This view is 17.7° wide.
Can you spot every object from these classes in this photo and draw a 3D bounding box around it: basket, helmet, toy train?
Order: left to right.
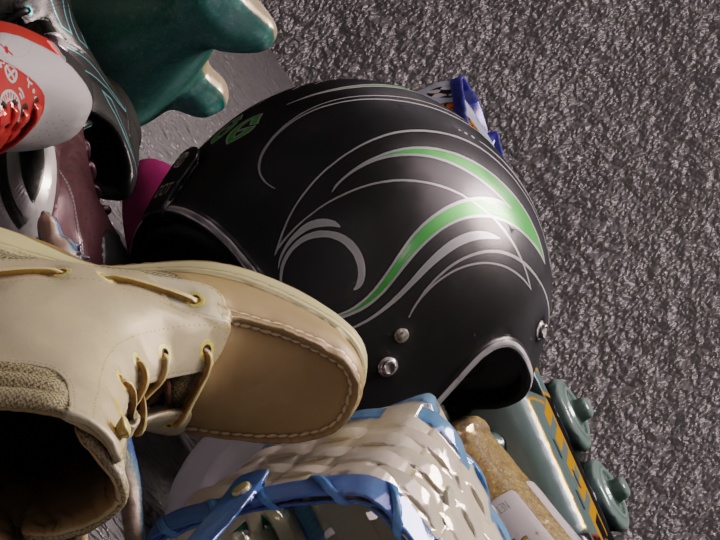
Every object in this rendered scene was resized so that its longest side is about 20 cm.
[{"bbox_3d":[-0.009,0.158,0.905,0.176,0.139,0.200,63,28,-16],"label":"basket"},{"bbox_3d":[0.000,0.000,1.187,0.200,0.191,0.200,35,-39,35],"label":"helmet"},{"bbox_3d":[0.104,0.136,1.308,0.114,0.085,0.200,29,37,-66],"label":"toy train"}]

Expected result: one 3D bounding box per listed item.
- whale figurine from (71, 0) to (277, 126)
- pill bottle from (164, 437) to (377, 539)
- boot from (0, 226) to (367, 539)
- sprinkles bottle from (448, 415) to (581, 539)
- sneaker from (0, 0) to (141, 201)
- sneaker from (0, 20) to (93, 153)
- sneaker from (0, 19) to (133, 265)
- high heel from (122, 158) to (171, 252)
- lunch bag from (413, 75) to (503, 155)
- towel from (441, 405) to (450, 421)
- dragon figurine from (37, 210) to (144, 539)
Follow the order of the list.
[{"bbox_3d":[-0.143,-0.144,1.440,0.200,0.104,0.159,-1,-43,48],"label":"whale figurine"},{"bbox_3d":[-0.002,0.149,1.106,0.200,0.112,0.112,50,7,-48],"label":"pill bottle"},{"bbox_3d":[-0.084,0.049,0.841,0.200,0.073,0.155,16,21,-17],"label":"boot"},{"bbox_3d":[0.096,0.169,1.204,0.200,0.068,0.068,51,3,23],"label":"sprinkles bottle"},{"bbox_3d":[-0.187,-0.122,1.359,0.200,0.075,0.079,51,8,-32],"label":"sneaker"},{"bbox_3d":[-0.177,-0.062,0.986,0.201,0.067,0.108,23,30,-51],"label":"sneaker"},{"bbox_3d":[-0.159,-0.038,1.169,0.116,0.076,0.200,58,13,-31],"label":"sneaker"},{"bbox_3d":[-0.099,0.002,1.373,0.200,0.067,0.096,61,-4,24],"label":"high heel"},{"bbox_3d":[0.006,-0.037,1.378,0.200,0.170,0.124,-96,164,-70],"label":"lunch bag"},{"bbox_3d":[0.008,0.040,1.501,0.035,0.200,0.193,-2,34,-37],"label":"towel"},{"bbox_3d":[-0.116,0.051,0.983,0.200,0.059,0.099,57,5,17],"label":"dragon figurine"}]
